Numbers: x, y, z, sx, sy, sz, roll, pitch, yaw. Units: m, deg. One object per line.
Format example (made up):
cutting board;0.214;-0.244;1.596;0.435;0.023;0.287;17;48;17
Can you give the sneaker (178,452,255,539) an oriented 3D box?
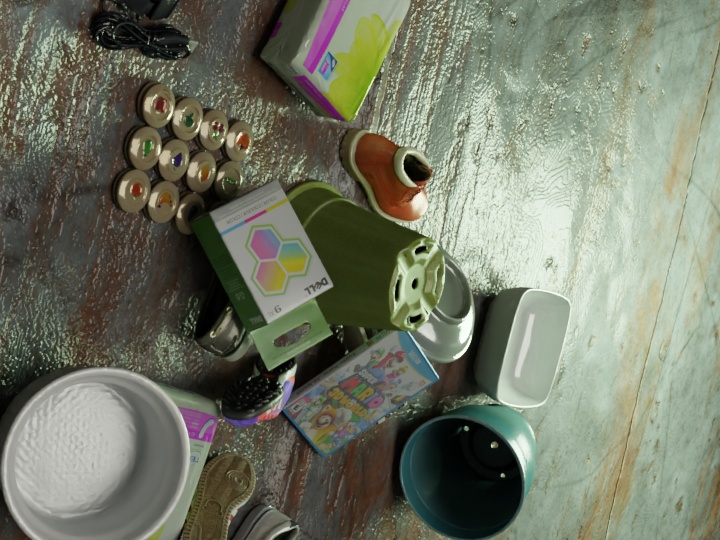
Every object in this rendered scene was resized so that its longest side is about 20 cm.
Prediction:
sneaker;-0.195;0.322;1.688;0.113;0.071;0.200;-60;-176;34

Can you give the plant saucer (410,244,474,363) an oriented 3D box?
plant saucer;0.108;0.032;1.931;0.200;0.050;0.200;27;50;-38

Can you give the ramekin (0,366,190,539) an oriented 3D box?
ramekin;-0.291;0.196;1.430;0.200;0.098;0.201;-2;94;-28

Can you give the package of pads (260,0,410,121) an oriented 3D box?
package of pads;-0.025;-0.304;1.682;0.155;0.068;0.200;42;69;-51

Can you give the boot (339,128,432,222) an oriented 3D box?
boot;0.060;-0.118;1.849;0.200;0.107;0.075;44;65;-53

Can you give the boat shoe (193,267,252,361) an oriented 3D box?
boat shoe;-0.148;0.007;1.635;0.060;0.072;0.202;29;70;-40

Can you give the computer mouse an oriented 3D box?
computer mouse;-0.209;-0.327;1.447;0.138;0.053;0.200;3;100;-53

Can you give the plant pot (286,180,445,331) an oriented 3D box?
plant pot;0.000;0.000;1.735;0.200;0.190;0.200;-25;122;-48

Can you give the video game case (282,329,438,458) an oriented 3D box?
video game case;0.000;0.165;1.856;0.200;0.018;0.143;-35;136;-1

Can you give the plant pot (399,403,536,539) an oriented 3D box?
plant pot;0.188;0.296;2.110;0.188;0.200;0.200;-25;122;-64

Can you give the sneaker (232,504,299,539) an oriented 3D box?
sneaker;-0.151;0.402;1.773;0.200;0.071;0.073;-60;142;-20

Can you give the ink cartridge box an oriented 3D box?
ink cartridge box;-0.104;0.005;1.587;0.104;0.059;0.200;-30;95;-32

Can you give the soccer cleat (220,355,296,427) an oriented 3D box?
soccer cleat;-0.124;0.165;1.684;0.200;0.068;0.073;-54;151;-71

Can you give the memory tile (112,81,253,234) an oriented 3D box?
memory tile;-0.201;-0.122;1.565;0.200;0.017;0.153;19;86;-55

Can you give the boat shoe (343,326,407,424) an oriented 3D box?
boat shoe;0.025;0.132;1.905;0.059;0.072;0.200;-26;131;-15

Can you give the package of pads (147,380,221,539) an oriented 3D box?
package of pads;-0.255;0.229;1.573;0.154;0.068;0.200;25;82;-53

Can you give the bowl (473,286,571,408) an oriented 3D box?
bowl;0.261;0.124;2.237;0.200;0.075;0.200;13;90;-55
